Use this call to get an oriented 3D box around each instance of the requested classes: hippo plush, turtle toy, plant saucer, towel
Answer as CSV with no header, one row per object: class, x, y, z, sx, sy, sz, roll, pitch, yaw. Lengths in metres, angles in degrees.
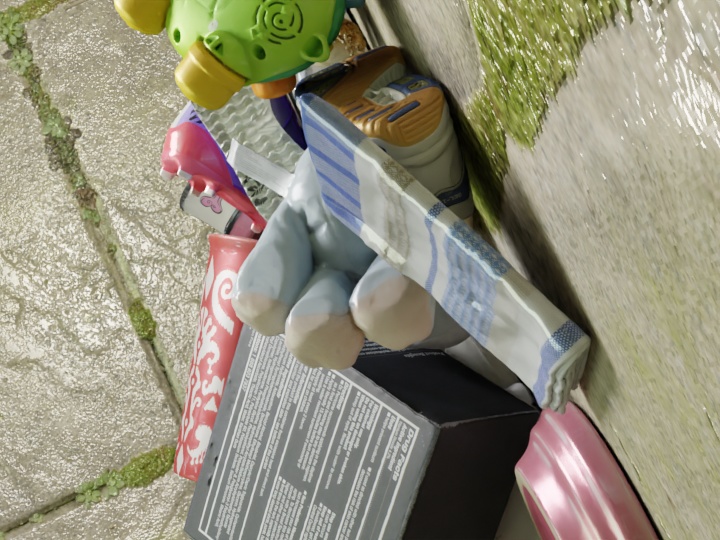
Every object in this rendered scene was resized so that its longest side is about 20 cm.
hippo plush,0.000,0.000,1.021,0.200,0.159,0.161,42,178,30
turtle toy,-0.074,-0.190,0.919,0.200,0.146,0.101,50,-165,29
plant saucer,0.148,0.178,0.894,0.201,0.051,0.201,64,178,4
towel,0.044,-0.005,0.797,0.200,0.024,0.147,43,171,13

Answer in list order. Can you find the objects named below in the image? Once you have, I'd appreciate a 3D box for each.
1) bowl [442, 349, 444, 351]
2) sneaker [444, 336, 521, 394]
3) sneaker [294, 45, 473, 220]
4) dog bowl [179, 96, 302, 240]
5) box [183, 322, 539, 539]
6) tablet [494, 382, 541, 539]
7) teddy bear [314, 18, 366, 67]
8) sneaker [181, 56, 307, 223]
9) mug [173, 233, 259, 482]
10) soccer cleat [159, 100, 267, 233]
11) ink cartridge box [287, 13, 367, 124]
bowl,0.073,0.135,1.263,0.094,0.201,0.201,-10,111,43
sneaker,0.089,0.117,1.157,0.075,0.088,0.201,-116,2,-64
sneaker,0.014,-0.079,0.900,0.200,0.075,0.088,-118,2,-67
dog bowl,-0.070,-0.103,1.346,0.074,0.200,0.200,44,177,4
box,-0.003,0.149,1.066,0.198,0.123,0.201,32,112,39
tablet,0.074,0.190,1.104,0.014,0.200,0.130,21,-144,-52
teddy bear,-0.052,-0.229,1.037,0.201,0.067,0.145,59,178,7
sneaker,-0.078,-0.103,1.153,0.100,0.069,0.201,55,-171,-72
mug,-0.092,0.078,1.204,0.177,0.133,0.201,19,-97,-64
soccer cleat,-0.079,-0.072,1.224,0.200,0.077,0.067,30,168,-35
ink cartridge box,-0.036,-0.172,1.170,0.116,0.067,0.201,70,175,-65
